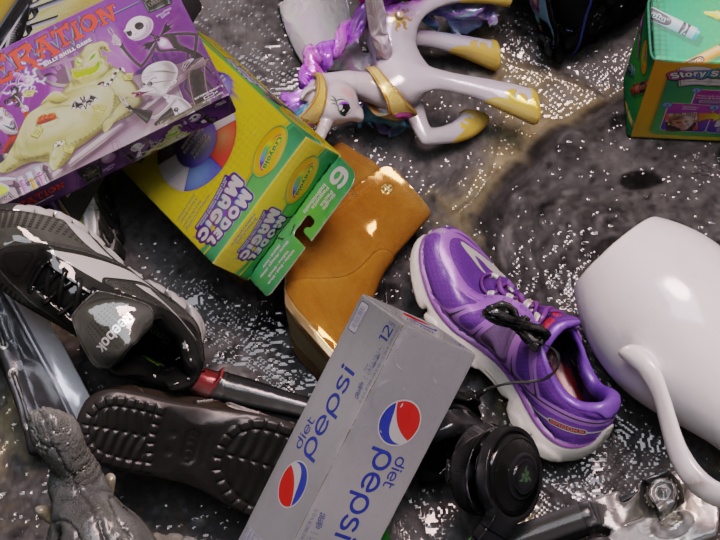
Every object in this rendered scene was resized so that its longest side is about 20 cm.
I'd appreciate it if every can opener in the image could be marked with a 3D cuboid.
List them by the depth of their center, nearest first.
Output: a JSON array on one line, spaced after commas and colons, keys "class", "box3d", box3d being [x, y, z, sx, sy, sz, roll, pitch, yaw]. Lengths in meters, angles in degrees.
[{"class": "can opener", "box3d": [0.156, 0.193, 1.453, 0.200, 0.067, 0.053, -20, 67, 3]}]

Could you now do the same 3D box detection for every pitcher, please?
[{"class": "pitcher", "box3d": [0.232, 0.067, 1.457, 0.200, 0.121, 0.171, 50, 37, 14]}]

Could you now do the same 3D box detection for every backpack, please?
[{"class": "backpack", "box3d": [0.161, -0.290, 1.594, 0.134, 0.200, 0.183, -30, 68, -15]}]

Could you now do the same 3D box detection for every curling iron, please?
[{"class": "curling iron", "box3d": [-0.107, 0.072, 1.506, 0.200, 0.026, 0.050, 20, 68, 7]}]

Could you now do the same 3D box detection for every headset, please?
[{"class": "headset", "box3d": [0.066, 0.119, 1.426, 0.123, 0.094, 0.200, 32, 88, 46]}]

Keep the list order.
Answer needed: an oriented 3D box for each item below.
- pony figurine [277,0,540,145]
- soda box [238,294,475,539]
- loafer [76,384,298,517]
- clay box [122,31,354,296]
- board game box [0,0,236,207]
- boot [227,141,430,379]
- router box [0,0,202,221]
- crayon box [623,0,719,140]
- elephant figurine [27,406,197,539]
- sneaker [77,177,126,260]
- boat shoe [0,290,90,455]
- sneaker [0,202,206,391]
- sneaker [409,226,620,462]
[{"class": "pony figurine", "box3d": [0.021, -0.179, 1.578, 0.199, 0.167, 0.194, -4, 71, -21]}, {"class": "soda box", "box3d": [-0.005, 0.123, 1.407, 0.068, 0.063, 0.200, 23, 96, -33]}, {"class": "loafer", "box3d": [-0.102, 0.118, 1.452, 0.200, 0.071, 0.073, 21, 98, -15]}, {"class": "clay box", "box3d": [-0.099, -0.081, 1.508, 0.115, 0.048, 0.200, -53, 50, 8]}, {"class": "board game box", "box3d": [-0.200, -0.118, 1.451, 0.200, 0.032, 0.120, -27, 59, -3]}, {"class": "boot", "box3d": [0.000, 0.000, 1.521, 0.144, 0.071, 0.201, -35, 67, -17]}, {"class": "router box", "box3d": [-0.232, -0.150, 1.516, 0.157, 0.052, 0.200, 20, 69, 19]}, {"class": "crayon box", "box3d": [0.308, -0.150, 1.578, 0.199, 0.119, 0.058, 2, 64, -2]}, {"class": "elephant figurine", "box3d": [-0.162, 0.204, 1.345, 0.155, 0.200, 0.142, 22, 65, 8]}, {"class": "sneaker", "box3d": [-0.234, -0.059, 1.545, 0.090, 0.078, 0.200, -19, 62, -1]}, {"class": "boat shoe", "box3d": [-0.261, 0.046, 1.495, 0.066, 0.070, 0.200, -28, 76, -16]}, {"class": "sneaker", "box3d": [-0.181, 0.022, 1.414, 0.200, 0.091, 0.067, 34, 101, -26]}, {"class": "sneaker", "box3d": [0.118, 0.040, 1.492, 0.081, 0.083, 0.200, -27, 70, -42]}]
